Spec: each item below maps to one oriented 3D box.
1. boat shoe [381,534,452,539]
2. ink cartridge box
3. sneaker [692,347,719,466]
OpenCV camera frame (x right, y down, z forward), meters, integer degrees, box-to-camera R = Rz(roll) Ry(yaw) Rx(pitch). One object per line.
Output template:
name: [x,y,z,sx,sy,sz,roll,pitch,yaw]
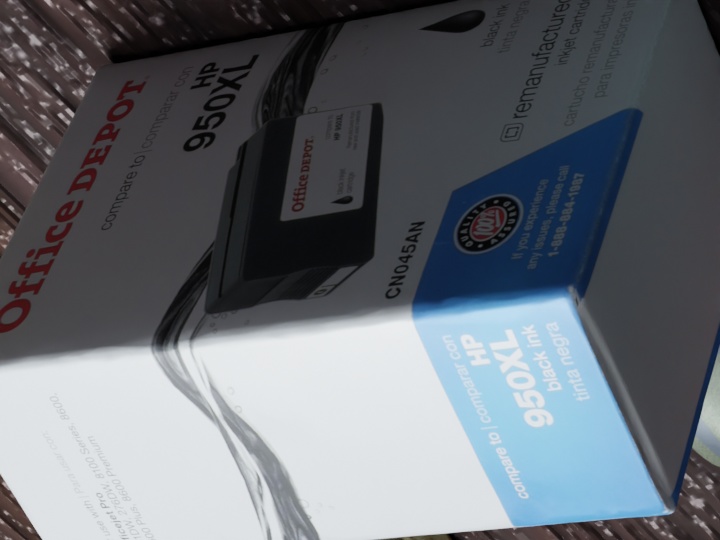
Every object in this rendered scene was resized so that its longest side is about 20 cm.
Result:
boat shoe: [-0.044,0.074,0.963,0.072,0.072,0.200,-22,122,36]
ink cartridge box: [0.000,0.000,0.819,0.199,0.145,0.085,-8,128,27]
sneaker: [0.167,0.064,0.844,0.199,0.081,0.074,27,116,6]
